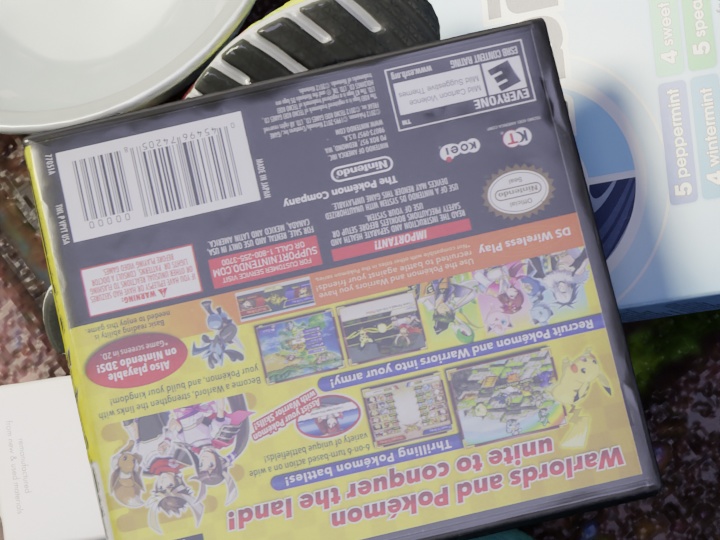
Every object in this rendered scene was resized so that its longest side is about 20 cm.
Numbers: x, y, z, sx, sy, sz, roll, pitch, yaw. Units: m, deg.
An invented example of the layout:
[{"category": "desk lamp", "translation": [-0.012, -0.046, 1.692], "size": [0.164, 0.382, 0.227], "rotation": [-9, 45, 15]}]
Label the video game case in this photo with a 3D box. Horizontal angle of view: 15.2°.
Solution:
[{"category": "video game case", "translation": [-0.008, 0.016, 0.987], "size": [0.200, 0.026, 0.181], "rotation": [-13, 78, -1]}]

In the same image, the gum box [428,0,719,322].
[{"category": "gum box", "translation": [0.075, -0.061, 1.068], "size": [0.200, 0.045, 0.170], "rotation": [-10, 79, 25]}]

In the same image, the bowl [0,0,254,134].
[{"category": "bowl", "translation": [-0.119, -0.136, 1.098], "size": [0.201, 0.090, 0.201], "rotation": [-3, 72, 8]}]

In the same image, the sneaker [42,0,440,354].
[{"category": "sneaker", "translation": [-0.050, -0.048, 1.070], "size": [0.200, 0.090, 0.078], "rotation": [-41, 107, 15]}]

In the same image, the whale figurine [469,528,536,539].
[{"category": "whale figurine", "translation": [0.030, 0.154, 0.984], "size": [0.159, 0.200, 0.104], "rotation": [0, 105, 2]}]

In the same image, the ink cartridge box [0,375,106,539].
[{"category": "ink cartridge box", "translation": [-0.035, 0.068, 1.051], "size": [0.200, 0.117, 0.067], "rotation": [-8, 81, 0]}]
